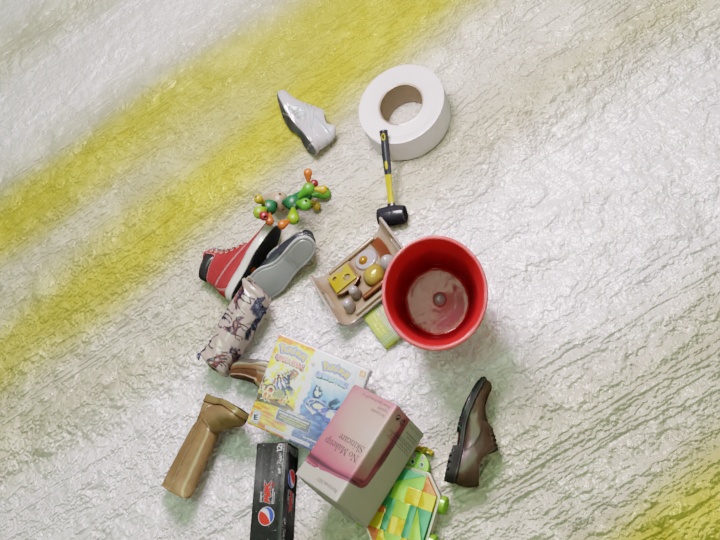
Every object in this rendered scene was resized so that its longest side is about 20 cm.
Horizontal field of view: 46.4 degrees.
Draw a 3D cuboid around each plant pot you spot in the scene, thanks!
[{"bbox_3d":[0.142,0.050,1.567,0.195,0.177,0.206,-1,83,8],"label":"plant pot"}]

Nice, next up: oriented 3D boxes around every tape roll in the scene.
[{"bbox_3d":[0.097,-0.346,1.843,0.198,0.071,0.207,-8,65,17],"label":"tape roll"}]

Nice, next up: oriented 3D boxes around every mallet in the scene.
[{"bbox_3d":[0.050,-0.193,1.776,0.064,0.041,0.205,-14,84,19],"label":"mallet"}]

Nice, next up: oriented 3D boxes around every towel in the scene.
[{"bbox_3d":[0.094,0.049,1.696,0.199,0.023,0.144,-39,60,2],"label":"towel"}]

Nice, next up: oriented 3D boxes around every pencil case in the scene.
[{"bbox_3d":[-0.260,0.115,1.751,0.089,0.077,0.203,31,90,39],"label":"pencil case"}]

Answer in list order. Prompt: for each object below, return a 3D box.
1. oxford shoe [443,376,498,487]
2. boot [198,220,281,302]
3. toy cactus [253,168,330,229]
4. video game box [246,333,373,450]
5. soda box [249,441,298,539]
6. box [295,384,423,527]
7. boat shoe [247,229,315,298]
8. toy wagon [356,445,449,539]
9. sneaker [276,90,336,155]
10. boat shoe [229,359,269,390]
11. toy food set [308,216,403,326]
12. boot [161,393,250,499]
[{"bbox_3d":[0.214,0.294,1.523,0.082,0.073,0.204,15,74,8],"label":"oxford shoe"},{"bbox_3d":[-0.272,-0.046,1.852,0.143,0.072,0.202,32,84,31],"label":"boot"},{"bbox_3d":[-0.165,-0.156,1.830,0.198,0.104,0.164,-32,24,-29],"label":"toy cactus"},{"bbox_3d":[-0.097,0.243,1.620,0.196,0.047,0.186,20,84,9],"label":"video game box"},{"bbox_3d":[-0.164,0.434,1.597,0.069,0.063,0.205,-6,65,18],"label":"soda box"},{"bbox_3d":[-0.001,0.333,1.524,0.127,0.109,0.202,17,65,47],"label":"box"},{"bbox_3d":[-0.171,-0.009,1.802,0.198,0.076,0.061,-36,21,13],"label":"boat shoe"},{"bbox_3d":[0.083,0.414,1.526,0.152,0.040,0.204,12,72,25],"label":"toy wagon"},{"bbox_3d":[-0.126,-0.351,1.941,0.079,0.071,0.201,-31,62,-13],"label":"sneaker"},{"bbox_3d":[-0.175,0.225,1.691,0.195,0.076,0.076,3,73,22],"label":"boat shoe"},{"bbox_3d":[0.000,0.000,1.710,0.199,0.061,0.144,-38,52,2],"label":"toy food set"},{"bbox_3d":[-0.305,0.356,1.664,0.174,0.066,0.203,-3,58,60],"label":"boot"}]
